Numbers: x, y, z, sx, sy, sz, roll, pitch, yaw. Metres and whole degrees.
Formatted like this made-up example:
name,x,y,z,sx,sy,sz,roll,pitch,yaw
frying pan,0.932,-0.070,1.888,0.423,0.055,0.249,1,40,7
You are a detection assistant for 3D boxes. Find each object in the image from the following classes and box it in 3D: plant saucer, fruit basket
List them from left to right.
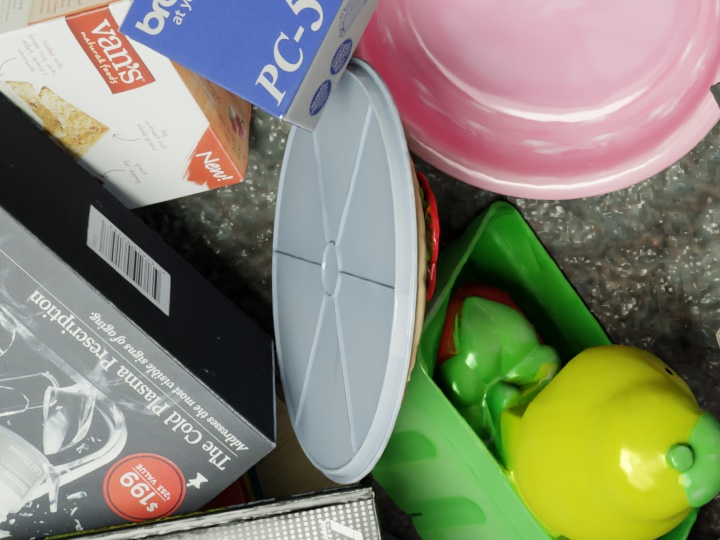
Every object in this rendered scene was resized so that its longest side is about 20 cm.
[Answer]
name,x,y,z,sx,sy,sz,roll,pitch,yaw
plant saucer,0.087,-0.132,1.347,0.200,0.051,0.201,5,121,9
fruit basket,0.107,0.077,1.399,0.215,0.156,0.216,14,131,17

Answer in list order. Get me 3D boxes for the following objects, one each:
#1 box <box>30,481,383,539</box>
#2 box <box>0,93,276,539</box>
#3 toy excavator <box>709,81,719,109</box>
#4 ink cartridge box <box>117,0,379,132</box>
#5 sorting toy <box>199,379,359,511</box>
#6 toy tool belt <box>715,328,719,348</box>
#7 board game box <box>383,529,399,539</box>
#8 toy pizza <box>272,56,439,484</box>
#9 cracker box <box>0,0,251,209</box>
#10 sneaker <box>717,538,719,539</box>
name,x,y,z,sx,sy,sz,roll,pitch,yaw
box,-0.070,0.213,1.334,0.192,0.048,0.201,-9,90,2
box,-0.172,0.053,1.372,0.182,0.104,0.200,-40,114,19
toy excavator,0.290,-0.095,1.279,0.200,0.194,0.100,-28,89,48
ink cartridge box,-0.020,-0.174,1.284,0.094,0.044,0.201,29,95,18
sorting toy,-0.137,0.114,1.504,0.200,0.070,0.199,-42,105,18
toy tool belt,0.241,0.082,1.357,0.125,0.123,0.201,-27,80,27
board game box,-0.017,0.232,1.488,0.105,0.200,0.103,33,120,-7
toy pizza,0.000,0.000,1.343,0.032,0.200,0.201,1,123,-18
cracker box,-0.170,-0.082,1.399,0.199,0.058,0.134,-14,137,18
sneaker,0.194,0.173,1.451,0.200,0.070,0.080,-40,102,1
